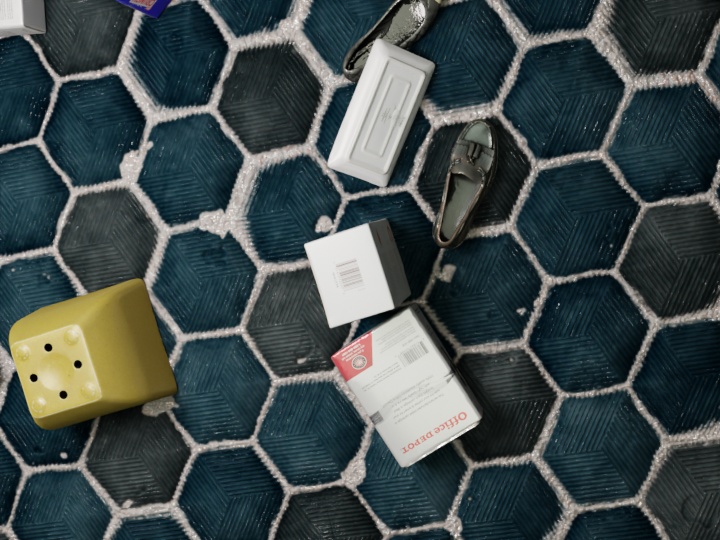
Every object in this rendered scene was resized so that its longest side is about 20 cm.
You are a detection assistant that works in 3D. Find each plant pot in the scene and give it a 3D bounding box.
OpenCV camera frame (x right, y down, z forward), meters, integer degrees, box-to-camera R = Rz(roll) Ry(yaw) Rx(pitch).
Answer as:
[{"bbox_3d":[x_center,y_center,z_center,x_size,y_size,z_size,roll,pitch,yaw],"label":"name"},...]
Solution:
[{"bbox_3d":[-0.423,0.139,1.701,0.194,0.200,0.196,-17,93,10],"label":"plant pot"}]

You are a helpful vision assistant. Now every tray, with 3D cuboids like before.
[{"bbox_3d":[0.034,-0.229,1.655,0.107,0.022,0.200,17,99,-29],"label":"tray"}]

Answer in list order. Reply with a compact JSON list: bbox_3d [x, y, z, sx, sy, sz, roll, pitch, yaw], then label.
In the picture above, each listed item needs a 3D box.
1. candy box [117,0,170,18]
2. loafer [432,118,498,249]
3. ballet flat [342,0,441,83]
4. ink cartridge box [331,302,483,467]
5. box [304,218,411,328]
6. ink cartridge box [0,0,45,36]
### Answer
[{"bbox_3d":[-0.294,-0.481,1.643,0.077,0.169,0.200,43,100,7],"label":"candy box"},{"bbox_3d":[0.156,-0.126,1.652,0.072,0.063,0.200,17,97,7],"label":"loafer"},{"bbox_3d":[0.051,-0.354,1.653,0.066,0.057,0.200,43,100,3],"label":"ballet flat"},{"bbox_3d":[0.073,0.171,1.680,0.144,0.084,0.200,-33,88,10],"label":"ink cartridge box"},{"bbox_3d":[0.000,0.000,1.618,0.097,0.200,0.125,-17,91,10],"label":"box"},{"bbox_3d":[-0.603,-0.439,1.740,0.199,0.084,0.146,-2,94,10],"label":"ink cartridge box"}]
